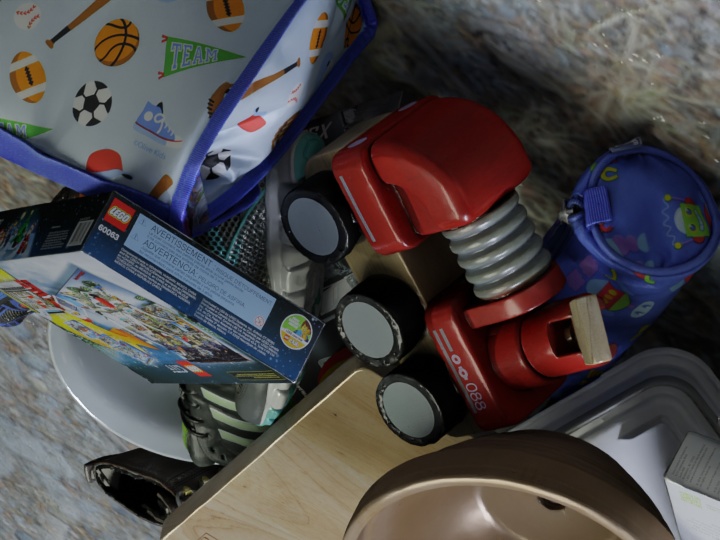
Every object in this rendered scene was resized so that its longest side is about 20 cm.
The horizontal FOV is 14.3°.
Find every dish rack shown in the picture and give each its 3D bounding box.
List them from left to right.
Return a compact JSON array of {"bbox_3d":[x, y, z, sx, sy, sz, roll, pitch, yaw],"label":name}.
[{"bbox_3d":[0.148,0.155,1.652,0.200,0.044,0.172,-32,107,20],"label":"dish rack"}]

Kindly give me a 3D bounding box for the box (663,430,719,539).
[{"bbox_3d":[0.240,0.165,1.513,0.144,0.036,0.200,23,157,23],"label":"box"}]

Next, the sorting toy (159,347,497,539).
[{"bbox_3d":[0.018,0.140,1.742,0.200,0.070,0.199,34,125,-21],"label":"sorting toy"}]

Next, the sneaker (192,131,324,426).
[{"bbox_3d":[-0.069,-0.001,1.638,0.091,0.078,0.200,11,125,10],"label":"sneaker"}]

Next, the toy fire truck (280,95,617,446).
[{"bbox_3d":[0.070,-0.002,1.503,0.200,0.129,0.176,-16,106,45],"label":"toy fire truck"}]

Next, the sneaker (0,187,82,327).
[{"bbox_3d":[-0.209,0.006,1.993,0.078,0.075,0.200,37,155,-10],"label":"sneaker"}]

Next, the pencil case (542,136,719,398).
[{"bbox_3d":[0.130,0.003,1.593,0.087,0.078,0.200,9,154,-11],"label":"pencil case"}]

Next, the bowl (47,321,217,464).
[{"bbox_3d":[-0.093,0.024,1.832,0.201,0.090,0.201,4,132,5],"label":"bowl"}]

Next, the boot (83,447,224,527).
[{"bbox_3d":[-0.063,0.134,1.908,0.200,0.174,0.069,10,115,42],"label":"boot"}]

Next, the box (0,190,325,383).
[{"bbox_3d":[-0.122,0.012,1.547,0.137,0.038,0.200,32,165,-22],"label":"box"}]

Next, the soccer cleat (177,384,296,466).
[{"bbox_3d":[-0.085,0.076,1.769,0.081,0.068,0.200,-26,127,13],"label":"soccer cleat"}]

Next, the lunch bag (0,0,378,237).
[{"bbox_3d":[-0.110,-0.120,1.539,0.170,0.200,0.124,24,150,19],"label":"lunch bag"}]

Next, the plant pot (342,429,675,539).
[{"bbox_3d":[0.094,0.154,1.570,0.201,0.093,0.201,11,134,12],"label":"plant pot"}]

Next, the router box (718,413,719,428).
[{"bbox_3d":[0.272,0.126,1.505,0.149,0.051,0.200,20,157,22],"label":"router box"}]

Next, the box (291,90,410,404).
[{"bbox_3d":[0.000,0.000,1.702,0.158,0.050,0.200,-16,128,24],"label":"box"}]

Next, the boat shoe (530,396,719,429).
[{"bbox_3d":[0.199,0.100,1.682,0.199,0.066,0.075,1,116,8],"label":"boat shoe"}]
